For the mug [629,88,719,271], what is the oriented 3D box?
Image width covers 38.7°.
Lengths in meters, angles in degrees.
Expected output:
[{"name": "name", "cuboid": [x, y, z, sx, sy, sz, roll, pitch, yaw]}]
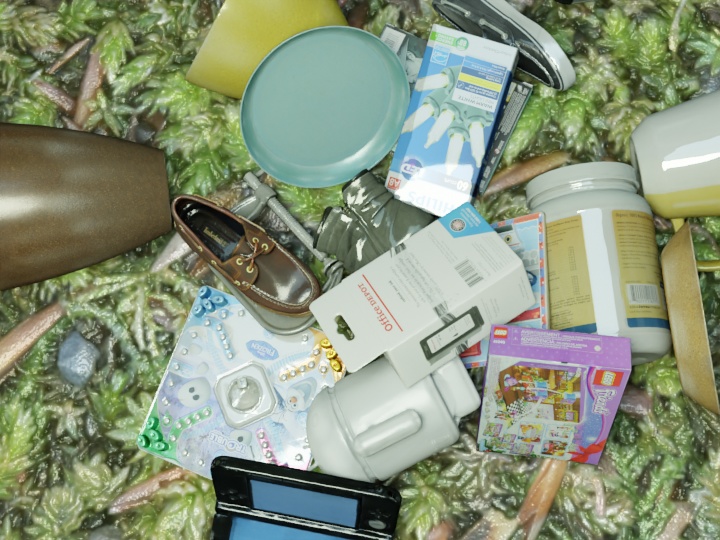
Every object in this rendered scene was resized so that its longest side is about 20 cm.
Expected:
[{"name": "mug", "cuboid": [0.382, -0.107, 1.123, 0.150, 0.150, 0.190, -11, 70, 10]}]

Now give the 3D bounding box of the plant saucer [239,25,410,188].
[{"name": "plant saucer", "cuboid": [-0.041, -0.185, 1.154, 0.198, 0.202, 0.028, -24, 40, -2]}]

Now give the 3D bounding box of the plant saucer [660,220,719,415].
[{"name": "plant saucer", "cuboid": [0.340, 0.051, 1.064, 0.035, 0.200, 0.204, -9, 76, 18]}]

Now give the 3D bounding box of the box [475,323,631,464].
[{"name": "box", "cuboid": [0.192, 0.131, 1.052, 0.134, 0.201, 0.040, 6, 54, 6]}]

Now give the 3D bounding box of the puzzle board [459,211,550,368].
[{"name": "puzzle board", "cuboid": [0.117, 0.029, 1.112, 0.198, 0.017, 0.154, -13, 72, 42]}]

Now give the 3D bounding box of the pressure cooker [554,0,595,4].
[{"name": "pressure cooker", "cuboid": [0.309, -0.407, 1.180, 0.196, 0.179, 0.179, -6, 105, 3]}]

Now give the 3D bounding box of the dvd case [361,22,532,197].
[{"name": "dvd case", "cuboid": [0.087, -0.194, 1.225, 0.198, 0.022, 0.148, 25, 80, 8]}]

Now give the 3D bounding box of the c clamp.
[{"name": "c clamp", "cuboid": [-0.090, -0.032, 1.185, 0.170, 0.027, 0.201, -36, 72, -9]}]

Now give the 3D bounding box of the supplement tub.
[{"name": "supplement tub", "cuboid": [0.250, -0.001, 1.104, 0.142, 0.145, 0.204, -6, 77, 3]}]

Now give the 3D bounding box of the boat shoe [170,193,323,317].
[{"name": "boat shoe", "cuboid": [-0.131, -0.018, 1.141, 0.198, 0.070, 0.071, 31, 78, 14]}]

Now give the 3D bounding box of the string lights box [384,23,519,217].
[{"name": "string lights box", "cuboid": [0.102, -0.163, 1.164, 0.101, 0.059, 0.203, 17, 93, 9]}]

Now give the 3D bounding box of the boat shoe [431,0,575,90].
[{"name": "boat shoe", "cuboid": [0.165, -0.271, 1.210, 0.068, 0.072, 0.200, -42, 75, -8]}]

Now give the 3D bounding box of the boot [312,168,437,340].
[{"name": "boot", "cuboid": [0.000, 0.000, 1.137, 0.129, 0.068, 0.202, 30, 96, 7]}]

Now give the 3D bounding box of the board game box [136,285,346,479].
[{"name": "board game box", "cuboid": [-0.132, 0.141, 1.163, 0.197, 0.026, 0.203, 20, 79, 8]}]

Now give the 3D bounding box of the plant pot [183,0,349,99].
[{"name": "plant pot", "cuboid": [-0.097, -0.274, 1.188, 0.141, 0.200, 0.202, 29, 80, -14]}]

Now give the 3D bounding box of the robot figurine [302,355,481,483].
[{"name": "robot figurine", "cuboid": [0.026, 0.154, 1.074, 0.198, 0.170, 0.114, -28, 90, 3]}]

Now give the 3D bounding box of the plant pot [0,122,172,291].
[{"name": "plant pot", "cuboid": [-0.317, -0.081, 1.166, 0.196, 0.187, 0.190, -6, 76, -12]}]

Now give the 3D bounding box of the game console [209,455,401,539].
[{"name": "game console", "cuboid": [-0.066, 0.290, 1.064, 0.196, 0.177, 0.118, 10, 59, 3]}]

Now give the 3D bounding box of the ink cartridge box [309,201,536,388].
[{"name": "ink cartridge box", "cuboid": [0.061, 0.033, 1.033, 0.198, 0.068, 0.116, -32, 44, -4]}]
